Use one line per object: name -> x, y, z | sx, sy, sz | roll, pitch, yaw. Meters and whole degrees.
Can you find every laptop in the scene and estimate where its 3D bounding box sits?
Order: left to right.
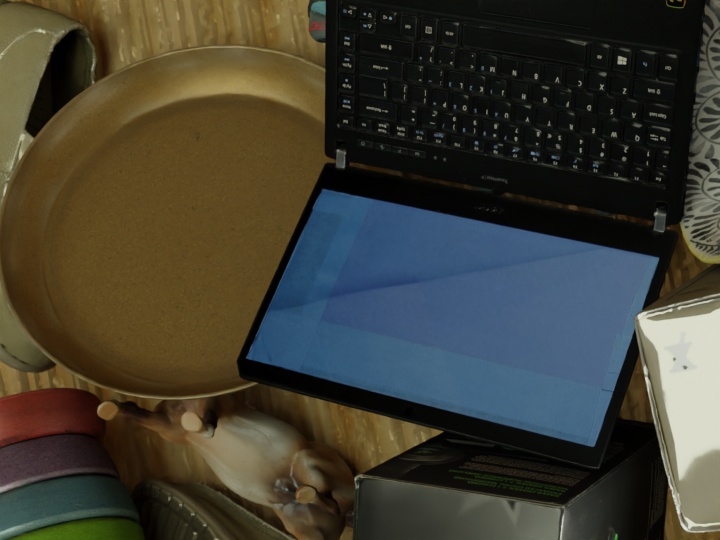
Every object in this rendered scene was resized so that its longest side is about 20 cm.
laptop -> 0.043, -0.044, 0.722 | 0.177, 0.103, 0.201 | 13, 118, 22

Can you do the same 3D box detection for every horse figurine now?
horse figurine -> -0.050, 0.095, 0.850 | 0.200, 0.133, 0.050 | 34, 94, 3

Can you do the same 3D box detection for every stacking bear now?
stacking bear -> -0.157, 0.172, 0.857 | 0.114, 0.121, 0.200 | -39, 64, 44

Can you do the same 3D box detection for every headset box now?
headset box -> 0.067, 0.164, 0.750 | 0.093, 0.200, 0.175 | 6, 98, 23

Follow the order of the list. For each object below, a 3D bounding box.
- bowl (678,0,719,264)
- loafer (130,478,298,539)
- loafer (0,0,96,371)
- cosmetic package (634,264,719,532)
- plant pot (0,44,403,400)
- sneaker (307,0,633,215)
bowl -> 0.207, -0.091, 0.694 | 0.094, 0.201, 0.201 | 12, 101, -6
loafer -> -0.049, 0.173, 0.877 | 0.200, 0.068, 0.076 | 32, 107, 34
loafer -> -0.172, -0.046, 0.893 | 0.068, 0.076, 0.201 | -4, 93, 30
cosmetic package -> 0.188, 0.035, 0.683 | 0.103, 0.200, 0.088 | -11, 92, 25
plant pot -> -0.077, -0.023, 0.819 | 0.199, 0.028, 0.201 | -4, 60, 7
sneaker -> 0.053, -0.081, 0.798 | 0.200, 0.079, 0.096 | 22, 114, 28
